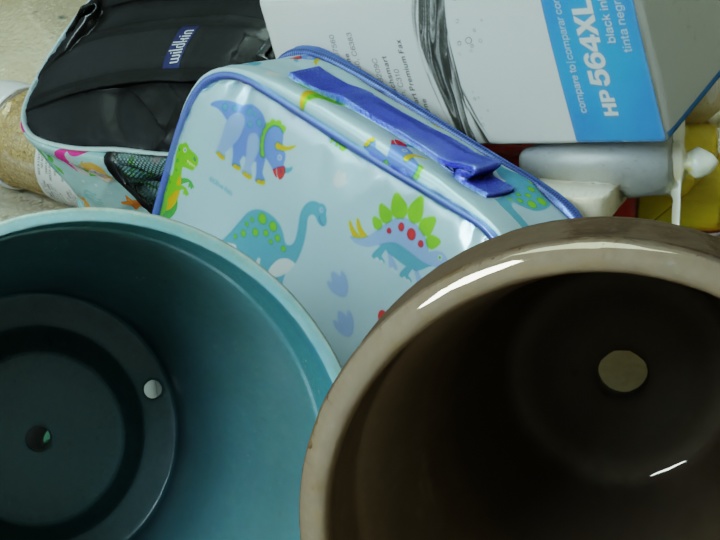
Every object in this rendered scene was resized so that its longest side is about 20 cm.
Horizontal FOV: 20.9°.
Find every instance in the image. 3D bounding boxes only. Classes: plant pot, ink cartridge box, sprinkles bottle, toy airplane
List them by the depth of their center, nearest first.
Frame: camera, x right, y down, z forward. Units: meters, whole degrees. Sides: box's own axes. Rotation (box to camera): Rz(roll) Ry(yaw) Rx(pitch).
[{"bbox_3d":[0.090,0.061,0.700,0.199,0.201,0.175,-5,17,12],"label":"plant pot"},{"bbox_3d":[-0.116,0.076,0.767,0.199,0.201,0.188,-22,7,-13],"label":"plant pot"},{"bbox_3d":[0.075,-0.127,0.915,0.199,0.085,0.146,2,34,34],"label":"ink cartridge box"},{"bbox_3d":[0.130,-0.056,0.961,0.198,0.142,0.200,10,21,-32],"label":"toy airplane"},{"bbox_3d":[-0.161,-0.067,1.208,0.199,0.068,0.068,18,45,37],"label":"sprinkles bottle"}]

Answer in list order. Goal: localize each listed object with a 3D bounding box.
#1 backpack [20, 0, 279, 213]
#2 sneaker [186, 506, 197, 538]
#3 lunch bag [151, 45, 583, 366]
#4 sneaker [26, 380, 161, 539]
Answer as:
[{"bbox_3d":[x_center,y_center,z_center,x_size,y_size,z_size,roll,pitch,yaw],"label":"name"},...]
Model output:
[{"bbox_3d":[-0.076,-0.094,1.051,0.199,0.151,0.178,4,52,33],"label":"backpack"},{"bbox_3d":[-0.015,0.149,0.840,0.114,0.075,0.200,-7,39,7],"label":"sneaker"},{"bbox_3d":[0.000,0.000,0.871,0.200,0.161,0.082,32,31,28],"label":"lunch bag"},{"bbox_3d":[-0.085,0.077,0.946,0.078,0.140,0.201,-39,31,48],"label":"sneaker"}]
